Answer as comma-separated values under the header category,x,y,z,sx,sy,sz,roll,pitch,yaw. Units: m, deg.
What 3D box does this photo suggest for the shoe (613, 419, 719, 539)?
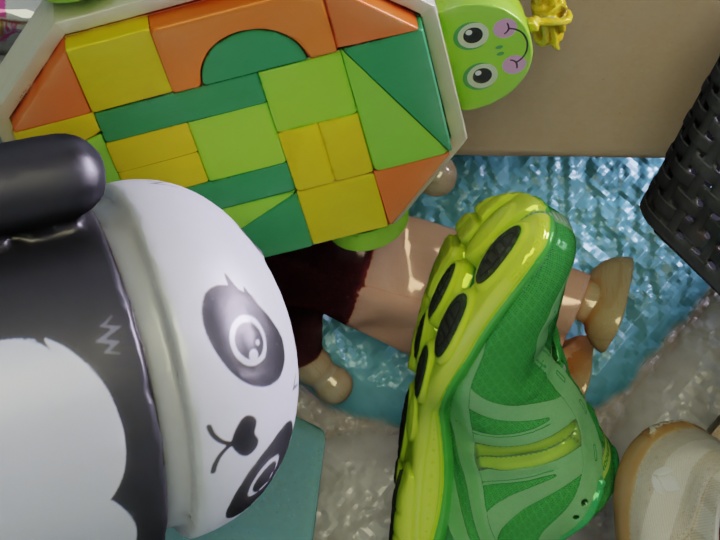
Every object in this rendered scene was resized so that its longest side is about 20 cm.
category,x,y,z,sx,sy,sz,roll,pitch,yaw
shoe,0.134,0.157,0.745,0.070,0.053,0.200,-18,108,-31

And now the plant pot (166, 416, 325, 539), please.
category,x,y,z,sx,sy,sz,roll,pitch,yaw
plant pot,-0.121,0.094,0.748,0.200,0.141,0.141,9,81,-7

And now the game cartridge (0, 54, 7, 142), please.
category,x,y,z,sx,sy,sz,roll,pitch,yaw
game cartridge,-0.193,-0.033,0.768,0.200,0.133,0.041,4,57,1

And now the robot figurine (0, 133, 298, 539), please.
category,x,y,z,sx,sy,sz,roll,pitch,yaw
robot figurine,-0.118,0.043,0.622,0.200,0.150,0.125,-14,75,-17

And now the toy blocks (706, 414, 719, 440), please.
category,x,y,z,sx,sy,sz,roll,pitch,yaw
toy blocks,0.207,0.100,0.781,0.200,0.100,0.137,40,94,6

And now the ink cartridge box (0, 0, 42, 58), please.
category,x,y,z,sx,sy,sz,roll,pitch,yaw
ink cartridge box,-0.131,-0.114,0.773,0.200,0.146,0.083,5,81,0

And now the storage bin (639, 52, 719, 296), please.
category,x,y,z,sx,sy,sz,roll,pitch,yaw
storage bin,0.220,-0.023,0.721,0.135,0.200,0.094,50,127,40

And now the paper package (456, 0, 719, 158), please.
category,x,y,z,sx,sy,sz,roll,pitch,yaw
paper package,0.089,-0.149,0.747,0.191,0.200,0.103,2,40,0

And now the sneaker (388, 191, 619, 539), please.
category,x,y,z,sx,sy,sz,roll,pitch,yaw
sneaker,0.059,0.052,0.746,0.084,0.200,0.074,6,40,-3

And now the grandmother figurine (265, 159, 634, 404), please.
category,x,y,z,sx,sy,sz,roll,pitch,yaw
grandmother figurine,0.000,0.000,0.792,0.200,0.061,0.121,21,109,-4

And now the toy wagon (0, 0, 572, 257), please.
category,x,y,z,sx,sy,sz,roll,pitch,yaw
toy wagon,-0.023,-0.064,0.687,0.200,0.155,0.040,-14,46,3
